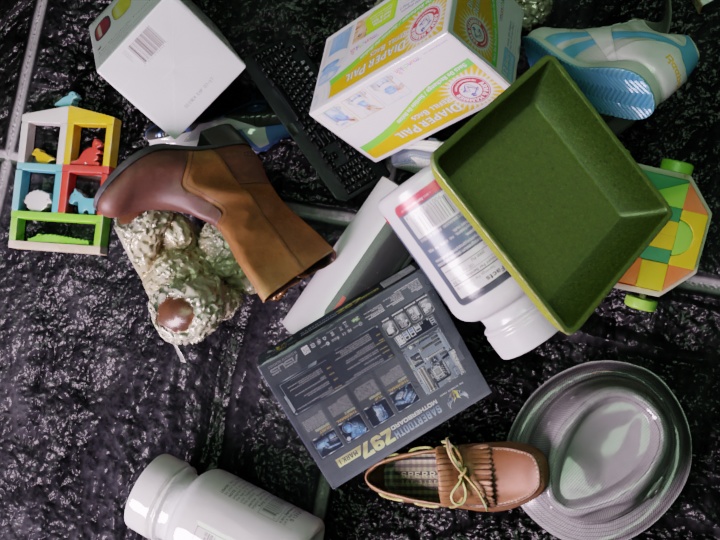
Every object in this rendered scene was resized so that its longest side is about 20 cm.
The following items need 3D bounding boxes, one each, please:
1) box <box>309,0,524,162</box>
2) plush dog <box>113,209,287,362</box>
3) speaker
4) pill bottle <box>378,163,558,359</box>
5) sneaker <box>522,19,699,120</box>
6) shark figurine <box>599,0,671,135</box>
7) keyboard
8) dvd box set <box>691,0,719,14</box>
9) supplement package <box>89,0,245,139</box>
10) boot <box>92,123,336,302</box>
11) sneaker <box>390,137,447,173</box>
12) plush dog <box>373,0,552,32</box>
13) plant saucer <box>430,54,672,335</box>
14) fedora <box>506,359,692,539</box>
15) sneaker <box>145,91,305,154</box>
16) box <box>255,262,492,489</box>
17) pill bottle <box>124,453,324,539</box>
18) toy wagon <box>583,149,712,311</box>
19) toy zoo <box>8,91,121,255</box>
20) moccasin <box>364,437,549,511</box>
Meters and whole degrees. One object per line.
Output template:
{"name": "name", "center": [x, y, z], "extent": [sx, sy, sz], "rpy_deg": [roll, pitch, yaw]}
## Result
{"name": "box", "center": [0.056, -0.211, 0.929], "extent": [0.200, 0.101, 0.113], "rpy_deg": [-22, 48, 43]}
{"name": "plush dog", "center": [-0.157, -0.005, 1.021], "extent": [0.171, 0.161, 0.200], "rpy_deg": [-26, 61, -7]}
{"name": "speaker", "center": [0.000, 0.000, 0.999], "extent": [0.081, 0.081, 0.200], "rpy_deg": [36, 94, 14]}
{"name": "pill bottle", "center": [0.119, -0.019, 0.899], "extent": [0.119, 0.120, 0.200], "rpy_deg": [-35, 93, 9]}
{"name": "sneaker", "center": [0.237, -0.204, 0.890], "extent": [0.081, 0.077, 0.200], "rpy_deg": [-38, 36, -12]}
{"name": "shark figurine", "center": [0.262, -0.178, 0.947], "extent": [0.214, 0.089, 0.128], "rpy_deg": [-38, 79, 10]}
{"name": "keyboard", "center": [-0.036, -0.181, 1.013], "extent": [0.104, 0.040, 0.200], "rpy_deg": [-33, 85, -27]}
{"name": "dvd box set", "center": [0.381, -0.393, 0.964], "extent": [0.146, 0.029, 0.201], "rpy_deg": [-25, 79, 11]}
{"name": "supplement package", "center": [-0.219, -0.248, 1.006], "extent": [0.114, 0.109, 0.200], "rpy_deg": [-44, 32, 6]}
{"name": "boot", "center": [-0.151, -0.043, 0.945], "extent": [0.200, 0.188, 0.069], "rpy_deg": [53, 141, 16]}
{"name": "sneaker", "center": [0.122, -0.087, 0.978], "extent": [0.199, 0.078, 0.087], "rpy_deg": [16, 92, 15]}
{"name": "plush dog", "center": [0.096, -0.335, 0.948], "extent": [0.199, 0.172, 0.161], "rpy_deg": [0, 86, 14]}
{"name": "plant saucer", "center": [0.171, -0.069, 0.844], "extent": [0.200, 0.048, 0.200], "rpy_deg": [-42, 96, -31]}
{"name": "fedora", "center": [0.238, 0.186, 0.915], "extent": [0.200, 0.090, 0.177], "rpy_deg": [-44, 77, 7]}
{"name": "sneaker", "center": [-0.144, -0.156, 1.062], "extent": [0.199, 0.076, 0.077], "rpy_deg": [-10, 120, 4]}
{"name": "box", "center": [0.014, 0.109, 0.953], "extent": [0.200, 0.051, 0.158], "rpy_deg": [-31, 101, -2]}
{"name": "pill bottle", "center": [-0.149, 0.282, 0.991], "extent": [0.199, 0.114, 0.115], "rpy_deg": [23, 91, 15]}
{"name": "toy wagon", "center": [0.252, -0.047, 0.928], "extent": [0.199, 0.040, 0.156], "rpy_deg": [12, 97, -6]}
{"name": "toy zoo", "center": [-0.366, -0.123, 1.131], "extent": [0.131, 0.020, 0.201], "rpy_deg": [5, 86, 14]}
{"name": "moccasin", "center": [0.095, 0.206, 0.924], "extent": [0.201, 0.078, 0.074], "rpy_deg": [-4, 80, 36]}
